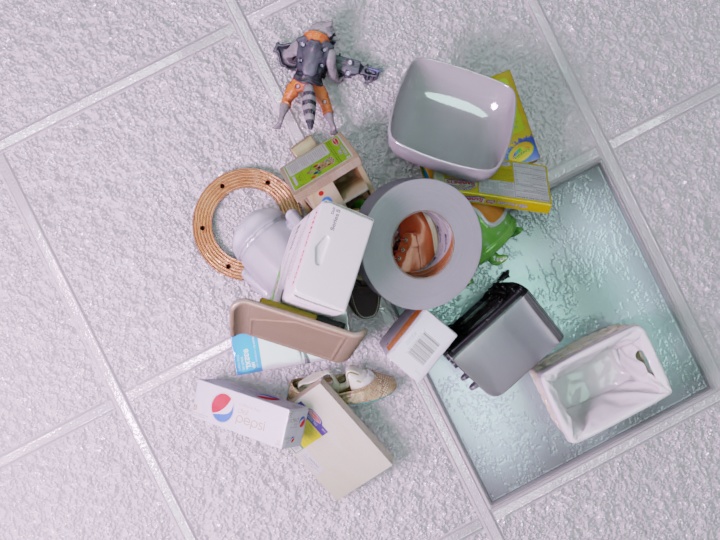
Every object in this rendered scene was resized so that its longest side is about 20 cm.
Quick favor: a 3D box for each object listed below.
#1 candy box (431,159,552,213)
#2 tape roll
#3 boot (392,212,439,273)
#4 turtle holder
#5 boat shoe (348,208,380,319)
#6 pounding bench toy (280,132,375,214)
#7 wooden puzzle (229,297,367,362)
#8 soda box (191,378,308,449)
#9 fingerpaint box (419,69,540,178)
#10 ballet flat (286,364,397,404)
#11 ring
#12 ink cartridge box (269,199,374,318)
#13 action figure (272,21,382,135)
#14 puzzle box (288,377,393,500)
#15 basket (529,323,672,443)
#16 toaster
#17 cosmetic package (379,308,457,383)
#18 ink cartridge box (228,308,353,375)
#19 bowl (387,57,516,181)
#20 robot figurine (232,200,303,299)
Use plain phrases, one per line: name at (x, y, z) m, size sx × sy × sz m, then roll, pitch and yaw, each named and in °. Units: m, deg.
candy box at (0.218, -0.150, 1.289) m, size 0.198 × 0.027 × 0.103 m, roll 8°, pitch 50°, yaw -2°
tape roll at (0.087, -0.043, 1.199) m, size 0.198 × 0.066 × 0.203 m, roll -2°, pitch 99°, yaw -15°
boot at (0.078, -0.038, 1.267) m, size 0.106 × 0.075 × 0.202 m, roll -20°, pitch 94°, yaw -12°
turtle holder at (0.178, -0.065, 1.339) m, size 0.132 × 0.185 × 0.141 m, roll 47°, pitch 63°, yaw -10°
boat shoe at (0.000, 0.000, 1.272) m, size 0.072 × 0.065 × 0.202 m, roll -12°, pitch 118°, yaw -5°
pounding bench toy at (-0.047, -0.139, 1.340) m, size 0.124 × 0.200 × 0.157 m, roll -31°, pitch 123°, yaw 0°
wooden puzzle at (-0.097, 0.088, 1.159) m, size 0.198 × 0.185 × 0.038 m, roll 13°, pitch 71°, yaw -5°
soda box at (-0.191, 0.242, 1.312) m, size 0.198 × 0.064 × 0.069 m, roll 12°, pitch 90°, yaw 29°
fingerpaint box at (0.194, -0.238, 1.367) m, size 0.198 × 0.073 × 0.168 m, roll -20°, pitch 89°, yaw -1°
ballet flat at (-0.035, 0.203, 1.354) m, size 0.198 × 0.071 × 0.066 m, roll -12°, pitch 119°, yaw -4°
ring at (-0.201, -0.082, 1.380) m, size 0.198 × 0.019 × 0.203 m, roll 0°, pitch 90°, yaw -3°
ink cartridge box at (-0.064, -0.006, 1.149) m, size 0.083 × 0.200 × 0.147 m, roll 20°, pitch 77°, yaw -14°
action figure at (-0.060, -0.339, 1.346) m, size 0.198 × 0.105 × 0.196 m, roll 5°, pitch 96°, yaw -2°
puzzle box at (-0.053, 0.295, 1.341) m, size 0.133 × 0.025 × 0.200 m, roll -36°, pitch 102°, yaw 19°
basket at (0.412, 0.191, 1.347) m, size 0.199 × 0.123 × 0.137 m, roll -26°, pitch 91°, yaw -1°
toaster at (0.236, 0.108, 1.316) m, size 0.200 × 0.181 × 0.119 m, roll -42°, pitch 94°, yaw -1°
cosmetic package at (0.093, 0.116, 1.297) m, size 0.071 × 0.200 × 0.102 m, roll 39°, pitch 89°, yaw -2°
ink cartridge box at (-0.114, 0.114, 1.318) m, size 0.198 × 0.145 × 0.085 m, roll -9°, pitch 92°, yaw -2°
bowl at (0.147, -0.237, 1.266) m, size 0.198 × 0.075 × 0.201 m, roll 18°, pitch 60°, yaw 1°
robot figurine at (-0.140, -0.025, 1.309) m, size 0.200 × 0.113 × 0.170 m, roll 48°, pitch 117°, yaw 9°
